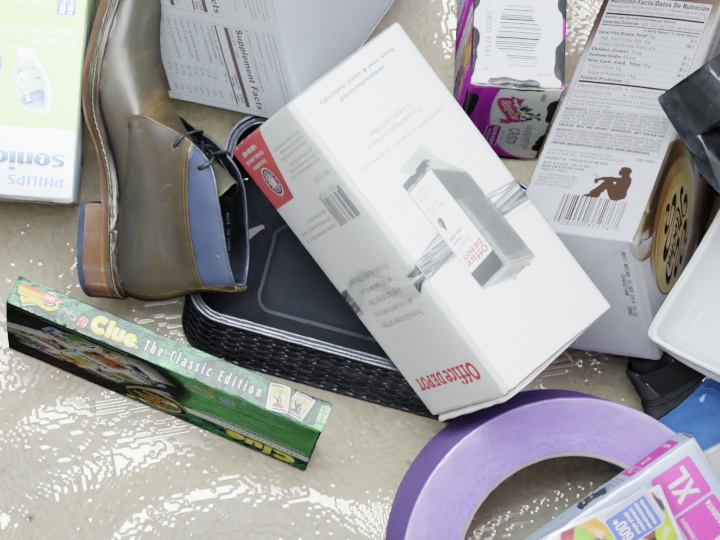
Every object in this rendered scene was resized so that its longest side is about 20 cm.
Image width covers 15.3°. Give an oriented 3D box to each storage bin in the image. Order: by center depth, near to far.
[{"bbox_3d":[0.000,0.000,1.644,0.199,0.094,0.136,15,74,-1],"label":"storage bin"}]

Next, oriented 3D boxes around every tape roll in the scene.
[{"bbox_3d":[0.117,0.172,1.587,0.199,0.085,0.201,0,91,-6],"label":"tape roll"}]

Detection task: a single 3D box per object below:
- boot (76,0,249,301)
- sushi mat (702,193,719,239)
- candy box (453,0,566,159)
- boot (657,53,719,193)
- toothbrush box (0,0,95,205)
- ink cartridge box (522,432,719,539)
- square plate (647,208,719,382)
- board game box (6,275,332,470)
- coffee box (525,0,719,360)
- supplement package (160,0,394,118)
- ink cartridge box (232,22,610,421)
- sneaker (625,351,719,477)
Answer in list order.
[{"bbox_3d":[-0.107,-0.079,1.559,0.097,0.075,0.201,7,103,16],"label":"boot"},{"bbox_3d":[0.233,-0.019,1.716,0.096,0.012,0.200,45,75,5],"label":"sushi mat"},{"bbox_3d":[0.095,-0.185,1.683,0.061,0.136,0.201,3,75,-3],"label":"candy box"},{"bbox_3d":[0.270,-0.074,1.592,0.165,0.200,0.066,42,113,8],"label":"boot"},{"bbox_3d":[-0.203,-0.141,1.609,0.086,0.146,0.201,6,89,-5],"label":"toothbrush box"},{"bbox_3d":[0.136,0.197,1.529,0.200,0.042,0.120,-33,94,-3],"label":"ink cartridge box"},{"bbox_3d":[0.288,0.035,1.603,0.200,0.028,0.198,29,44,7],"label":"square plate"},{"bbox_3d":[-0.116,0.063,1.608,0.199,0.105,0.024,23,70,0],"label":"board game box"},{"bbox_3d":[0.165,-0.061,1.632,0.080,0.113,0.200,8,52,22],"label":"coffee box"},{"bbox_3d":[-0.047,-0.217,1.623,0.111,0.156,0.200,13,50,26],"label":"supplement package"},{"bbox_3d":[0.032,-0.024,1.514,0.083,0.147,0.200,-38,94,-17],"label":"ink cartridge box"},{"bbox_3d":[0.255,0.035,1.657,0.200,0.077,0.111,-32,108,-8],"label":"sneaker"}]
